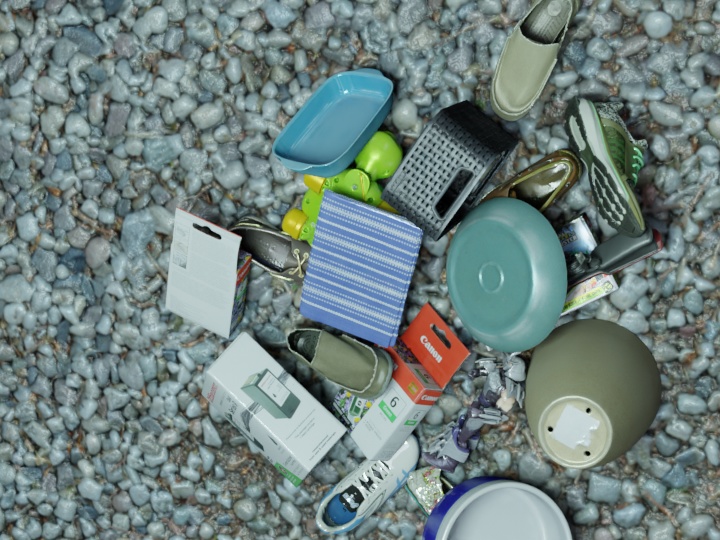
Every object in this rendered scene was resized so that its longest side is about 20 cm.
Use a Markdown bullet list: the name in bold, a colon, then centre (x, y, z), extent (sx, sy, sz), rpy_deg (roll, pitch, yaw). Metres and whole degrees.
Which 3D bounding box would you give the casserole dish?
- **casserole dish**: centre (-0.031, -0.190, 1.710), extent (0.120, 0.201, 0.039), rpy_deg (14, 144, 35)

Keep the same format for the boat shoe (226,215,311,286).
- **boat shoe**: centre (-0.098, -0.019, 1.813), extent (0.198, 0.059, 0.073), rpy_deg (25, 107, 11)

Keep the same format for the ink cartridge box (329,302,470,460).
- **ink cartridge box**: centre (0.052, 0.152, 1.777), extent (0.109, 0.050, 0.201), rpy_deg (49, 113, 32)

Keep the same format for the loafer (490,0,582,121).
- **loafer**: centre (0.220, -0.287, 1.657), extent (0.075, 0.068, 0.202), rpy_deg (26, 107, 10)

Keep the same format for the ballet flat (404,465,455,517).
- **ballet flat**: centre (0.140, 0.357, 1.812), extent (0.064, 0.076, 0.201), rpy_deg (-36, 93, 3)

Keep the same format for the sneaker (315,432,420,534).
- **sneaker**: centre (0.012, 0.307, 1.839), extent (0.072, 0.072, 0.200), rpy_deg (44, 108, 6)

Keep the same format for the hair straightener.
- **hair straightener**: centre (0.285, -0.014, 1.655), extent (0.198, 0.077, 0.041), rpy_deg (-23, 61, 25)

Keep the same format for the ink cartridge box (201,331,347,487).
- **ink cartridge box**: centre (-0.126, 0.197, 1.813), extent (0.200, 0.146, 0.084), rpy_deg (43, 70, 6)

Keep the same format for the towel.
- **towel**: centre (0.000, 0.000, 1.709), extent (0.143, 0.024, 0.202), rpy_deg (19, 122, 9)

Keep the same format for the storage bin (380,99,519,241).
- **storage bin**: centre (0.116, -0.131, 1.649), extent (0.093, 0.200, 0.136), rpy_deg (38, 109, 7)

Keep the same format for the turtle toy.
- **turtle toy**: centre (-0.007, -0.096, 1.743), extent (0.145, 0.101, 0.202), rpy_deg (31, 116, 7)

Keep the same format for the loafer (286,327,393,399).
- **loafer**: centre (-0.035, 0.124, 1.767), extent (0.199, 0.069, 0.076), rpy_deg (15, 86, 48)

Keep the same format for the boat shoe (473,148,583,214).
- **boat shoe**: centre (0.204, -0.090, 1.702), extent (0.200, 0.068, 0.072), rpy_deg (-44, 87, 20)

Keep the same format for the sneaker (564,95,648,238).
- **sneaker**: centre (0.331, -0.139, 1.624), extent (0.087, 0.077, 0.202), rpy_deg (-14, 70, -11)

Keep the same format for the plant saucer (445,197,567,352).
- **plant saucer**: centre (0.177, 0.007, 1.670), extent (0.198, 0.036, 0.203), rpy_deg (7, 99, 45)

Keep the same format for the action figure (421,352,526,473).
- **action figure**: centre (0.164, 0.185, 1.746), extent (0.069, 0.130, 0.201), rpy_deg (31, 117, -3)

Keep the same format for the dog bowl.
- **dog bowl**: centre (0.184, 0.383, 1.746), extent (0.197, 0.079, 0.204), rpy_deg (0, 90, -17)

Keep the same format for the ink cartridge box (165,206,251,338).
- **ink cartridge box**: centre (-0.212, -0.006, 1.812), extent (0.108, 0.051, 0.202), rpy_deg (24, 134, 11)

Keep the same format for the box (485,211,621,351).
- **box**: centre (0.236, 0.016, 1.731), extent (0.198, 0.035, 0.111), rpy_deg (-28, 92, 20)

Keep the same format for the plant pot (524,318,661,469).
- **plant pot**: centre (0.287, 0.177, 1.660), extent (0.184, 0.200, 0.190), rpy_deg (3, 102, 17)
